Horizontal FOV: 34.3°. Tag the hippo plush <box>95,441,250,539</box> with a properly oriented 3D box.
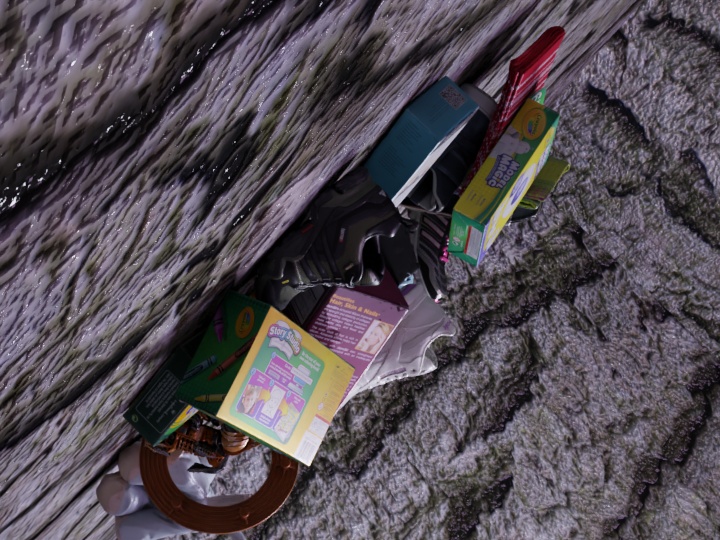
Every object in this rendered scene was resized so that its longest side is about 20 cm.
[{"bbox_3d":[-0.244,0.266,1.564,0.161,0.200,0.160,-97,-172,-66],"label":"hippo plush"}]

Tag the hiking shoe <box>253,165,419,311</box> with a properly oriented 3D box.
[{"bbox_3d":[-0.030,-0.008,1.176,0.200,0.101,0.076,-48,175,36],"label":"hiking shoe"}]

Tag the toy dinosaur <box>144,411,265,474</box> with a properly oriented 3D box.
[{"bbox_3d":[-0.163,0.182,1.442,0.200,0.136,0.102,1,173,-23],"label":"toy dinosaur"}]

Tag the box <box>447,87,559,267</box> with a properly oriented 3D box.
[{"bbox_3d":[0.173,-0.112,1.374,0.200,0.048,0.117,-57,167,-20],"label":"box"}]

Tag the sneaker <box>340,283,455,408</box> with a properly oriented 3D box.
[{"bbox_3d":[0.032,0.112,1.420,0.200,0.100,0.075,-48,-178,21],"label":"sneaker"}]

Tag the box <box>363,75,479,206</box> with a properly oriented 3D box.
[{"bbox_3d":[0.041,-0.113,1.239,0.082,0.049,0.200,-44,176,-41],"label":"box"}]

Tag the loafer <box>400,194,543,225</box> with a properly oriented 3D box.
[{"bbox_3d":[0.139,-0.089,1.541,0.063,0.200,0.072,-58,153,-63],"label":"loafer"}]

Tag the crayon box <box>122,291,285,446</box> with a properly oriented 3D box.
[{"bbox_3d":[-0.159,0.097,1.279,0.126,0.052,0.200,-48,177,32],"label":"crayon box"}]

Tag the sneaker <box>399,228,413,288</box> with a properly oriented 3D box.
[{"bbox_3d":[0.041,0.015,1.632,0.082,0.074,0.200,108,-15,-60],"label":"sneaker"}]

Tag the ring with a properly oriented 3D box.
[{"bbox_3d":[-0.176,0.231,1.459,0.200,0.200,0.019,-44,163,-30],"label":"ring"}]

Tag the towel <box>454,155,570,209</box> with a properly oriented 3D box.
[{"bbox_3d":[0.161,-0.129,1.522,0.144,0.200,0.023,-49,144,-53],"label":"towel"}]

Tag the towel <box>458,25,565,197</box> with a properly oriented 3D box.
[{"bbox_3d":[0.180,-0.185,1.387,0.145,0.022,0.200,-45,160,-48],"label":"towel"}]

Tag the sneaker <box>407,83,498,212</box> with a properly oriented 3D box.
[{"bbox_3d":[0.109,-0.137,1.442,0.146,0.077,0.202,-57,167,-3],"label":"sneaker"}]

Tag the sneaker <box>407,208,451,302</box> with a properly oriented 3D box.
[{"bbox_3d":[0.114,-0.056,1.615,0.087,0.200,0.074,-5,171,16],"label":"sneaker"}]

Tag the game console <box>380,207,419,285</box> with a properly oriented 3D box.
[{"bbox_3d":[0.000,0.000,1.498,0.116,0.176,0.200,-20,-176,13],"label":"game console"}]

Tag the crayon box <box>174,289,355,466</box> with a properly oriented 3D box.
[{"bbox_3d":[-0.091,0.113,1.193,0.119,0.058,0.200,-64,147,-11],"label":"crayon box"}]

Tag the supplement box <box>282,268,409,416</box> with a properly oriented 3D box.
[{"bbox_3d":[-0.050,0.080,1.347,0.200,0.110,0.086,-56,-143,22],"label":"supplement box"}]
